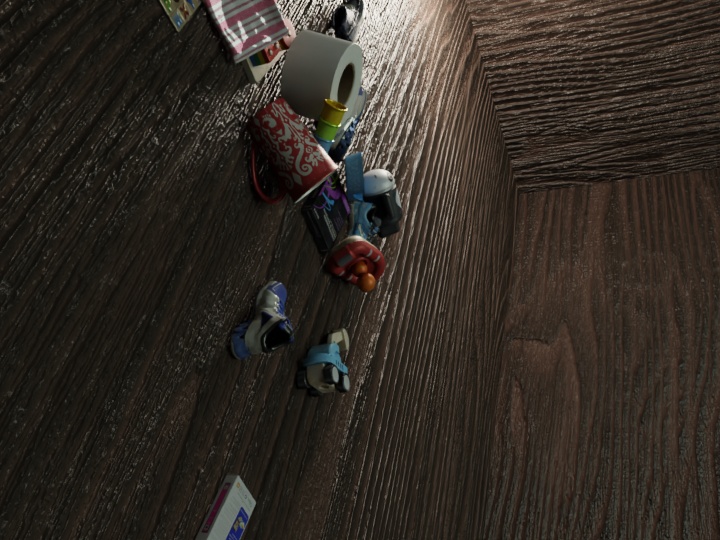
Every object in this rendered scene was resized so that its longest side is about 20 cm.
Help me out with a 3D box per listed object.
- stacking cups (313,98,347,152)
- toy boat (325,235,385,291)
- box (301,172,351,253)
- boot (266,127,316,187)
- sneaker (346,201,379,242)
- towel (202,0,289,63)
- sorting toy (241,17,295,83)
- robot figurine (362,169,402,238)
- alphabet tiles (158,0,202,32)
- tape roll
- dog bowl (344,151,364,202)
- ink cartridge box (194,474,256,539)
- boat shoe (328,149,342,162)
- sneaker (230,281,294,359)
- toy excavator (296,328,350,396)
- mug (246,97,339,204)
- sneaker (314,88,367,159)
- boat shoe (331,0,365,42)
[{"bbox_3d":[-0.091,-0.299,1.568,0.060,0.060,0.203,-38,154,-60],"label":"stacking cups"},{"bbox_3d":[0.000,0.000,1.814,0.199,0.129,0.132,28,32,-60],"label":"toy boat"},{"bbox_3d":[-0.088,-0.166,1.794,0.145,0.035,0.202,67,32,-35],"label":"box"},{"bbox_3d":[-0.154,-0.267,1.636,0.185,0.063,0.204,32,54,-45],"label":"boot"},{"bbox_3d":[0.011,-0.105,1.933,0.078,0.088,0.205,17,73,-63],"label":"sneaker"},{"bbox_3d":[-0.249,-0.559,1.399,0.145,0.030,0.202,-32,124,-10],"label":"towel"},{"bbox_3d":[-0.226,-0.572,1.525,0.200,0.068,0.203,-66,142,-46],"label":"sorting toy"},{"bbox_3d":[0.062,-0.207,2.018,0.125,0.148,0.204,-40,123,-44],"label":"robot figurine"},{"bbox_3d":[-0.364,-0.598,1.307,0.169,0.007,0.203,61,35,-41],"label":"alphabet tiles"},{"bbox_3d":[-0.093,-0.473,1.636,0.202,0.137,0.207,20,90,-76],"label":"tape roll"},{"bbox_3d":[-0.017,-0.258,1.860,0.200,0.048,0.114,91,-6,-81],"label":"dog bowl"},{"bbox_3d":[-0.271,0.512,1.293,0.202,0.036,0.096,-69,146,-47],"label":"ink cartridge box"},{"bbox_3d":[-0.064,-0.391,1.851,0.075,0.061,0.204,44,47,-53],"label":"boat shoe"},{"bbox_3d":[-0.185,0.114,1.430,0.201,0.113,0.082,-64,144,-46],"label":"sneaker"},{"bbox_3d":[-0.078,0.220,1.701,0.195,0.098,0.204,48,36,-54],"label":"toy excavator"},{"bbox_3d":[-0.171,-0.260,1.484,0.177,0.133,0.202,-39,97,-25],"label":"mug"},{"bbox_3d":[-0.061,-0.411,1.774,0.203,0.113,0.080,-71,-167,-14],"label":"sneaker"},{"bbox_3d":[-0.036,-0.759,1.955,0.093,0.073,0.204,56,38,-59],"label":"boat shoe"}]
